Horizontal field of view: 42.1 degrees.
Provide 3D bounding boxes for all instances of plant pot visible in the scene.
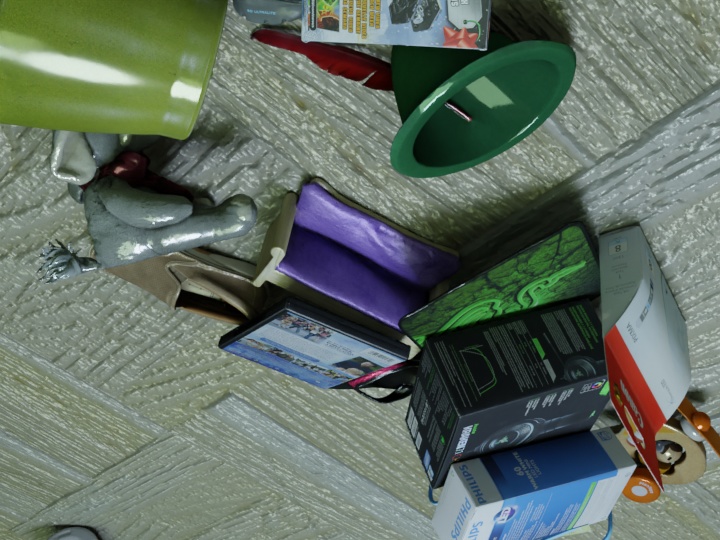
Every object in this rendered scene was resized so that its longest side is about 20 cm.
[{"bbox_3d":[-0.210,-0.189,0.727,0.192,0.201,0.201,15,137,-17],"label":"plant pot"}]

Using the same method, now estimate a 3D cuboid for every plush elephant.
[{"bbox_3d":[-0.218,-0.088,0.868,0.199,0.165,0.156,-16,98,-17],"label":"plush elephant"}]

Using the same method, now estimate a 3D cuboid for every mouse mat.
[{"bbox_3d":[0.147,0.033,0.929,0.199,0.008,0.161,-29,146,11],"label":"mouse mat"}]

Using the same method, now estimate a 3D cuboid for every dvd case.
[{"bbox_3d":[-0.055,0.081,0.994,0.142,0.018,0.200,24,155,-20],"label":"dvd case"}]

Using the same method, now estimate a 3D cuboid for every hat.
[{"bbox_3d":[0.054,-0.193,0.783,0.199,0.177,0.166,-13,154,-37],"label":"hat"}]

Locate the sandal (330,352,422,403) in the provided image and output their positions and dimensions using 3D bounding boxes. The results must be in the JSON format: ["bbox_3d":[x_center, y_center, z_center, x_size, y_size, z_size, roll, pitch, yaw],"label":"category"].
[{"bbox_3d":[0.035,0.126,1.100,0.199,0.045,0.075,1,136,10],"label":"sandal"}]

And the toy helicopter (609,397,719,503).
[{"bbox_3d":[0.334,0.172,1.071,0.132,0.079,0.200,-19,117,37],"label":"toy helicopter"}]

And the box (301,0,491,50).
[{"bbox_3d":[0.028,-0.259,0.648,0.136,0.040,0.201,5,112,7],"label":"box"}]

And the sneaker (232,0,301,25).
[{"bbox_3d":[-0.009,-0.233,0.713,0.199,0.074,0.082,1,137,10],"label":"sneaker"}]

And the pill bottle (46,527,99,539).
[{"bbox_3d":[-0.458,0.527,1.571,0.111,0.113,0.201,0,136,11],"label":"pill bottle"}]

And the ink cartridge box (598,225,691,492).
[{"bbox_3d":[0.276,0.082,0.892,0.047,0.201,0.160,-16,131,25],"label":"ink cartridge box"}]

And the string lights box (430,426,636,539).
[{"bbox_3d":[0.184,0.238,0.998,0.199,0.059,0.103,-8,134,-23],"label":"string lights box"}]

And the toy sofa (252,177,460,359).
[{"bbox_3d":[0.000,0.000,0.948,0.199,0.083,0.098,27,135,-17],"label":"toy sofa"}]

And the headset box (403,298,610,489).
[{"bbox_3d":[0.162,0.130,0.985,0.199,0.093,0.175,-13,146,-16],"label":"headset box"}]

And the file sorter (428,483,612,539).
[{"bbox_3d":[0.197,0.258,1.150,0.200,0.123,0.139,35,131,-23],"label":"file sorter"}]

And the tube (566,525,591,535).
[{"bbox_3d":[0.216,0.355,1.306,0.199,0.052,0.058,-13,174,18],"label":"tube"}]

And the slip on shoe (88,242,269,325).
[{"bbox_3d":[-0.200,0.011,1.015,0.199,0.061,0.076,18,136,-8],"label":"slip on shoe"}]
